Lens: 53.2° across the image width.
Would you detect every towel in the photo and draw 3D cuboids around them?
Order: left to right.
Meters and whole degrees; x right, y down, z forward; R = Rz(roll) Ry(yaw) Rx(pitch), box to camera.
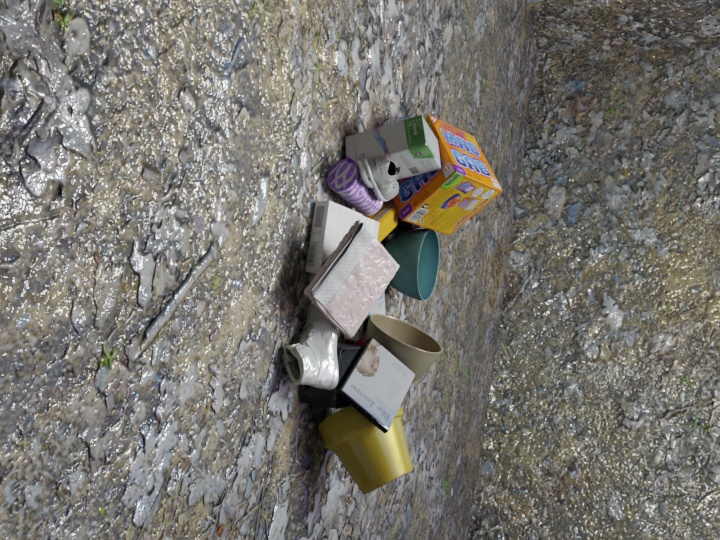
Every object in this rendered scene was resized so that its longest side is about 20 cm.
[{"bbox_3d":[-0.011,0.021,1.535,0.200,0.032,0.191,-55,138,-13],"label":"towel"}]

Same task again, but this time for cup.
[{"bbox_3d":[0.087,0.219,1.813,0.144,0.200,0.200,-66,161,12],"label":"cup"}]

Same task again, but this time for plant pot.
[{"bbox_3d":[0.027,0.406,1.675,0.189,0.200,0.201,64,16,17],"label":"plant pot"},{"bbox_3d":[0.128,-0.022,2.002,0.200,0.134,0.201,6,90,-68],"label":"plant pot"}]

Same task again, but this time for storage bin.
[{"bbox_3d":[-0.054,0.241,1.674,0.200,0.094,0.136,12,83,-67],"label":"storage bin"}]

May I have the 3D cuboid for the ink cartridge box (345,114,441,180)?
[{"bbox_3d":[0.079,-0.284,1.736,0.145,0.199,0.084,37,44,-64],"label":"ink cartridge box"}]

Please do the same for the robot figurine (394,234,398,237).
[{"bbox_3d":[0.135,-0.180,2.086,0.145,0.058,0.201,-38,129,-58],"label":"robot figurine"}]

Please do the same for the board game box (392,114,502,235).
[{"bbox_3d":[0.208,-0.246,1.894,0.200,0.200,0.200,13,46,-44],"label":"board game box"}]

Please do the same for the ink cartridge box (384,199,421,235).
[{"bbox_3d":[0.134,-0.160,2.013,0.200,0.037,0.095,-16,112,-39],"label":"ink cartridge box"}]

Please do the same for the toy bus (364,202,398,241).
[{"bbox_3d":[0.025,-0.109,1.800,0.200,0.078,0.065,-46,144,-57],"label":"toy bus"}]

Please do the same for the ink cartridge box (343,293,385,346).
[{"bbox_3d":[0.011,0.150,1.878,0.200,0.045,0.177,-29,120,-64],"label":"ink cartridge box"}]

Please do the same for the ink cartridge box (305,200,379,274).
[{"bbox_3d":[-0.038,-0.058,1.651,0.200,0.050,0.161,18,77,-54],"label":"ink cartridge box"}]

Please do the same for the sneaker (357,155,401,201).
[{"bbox_3d":[0.063,-0.214,1.673,0.200,0.082,0.075,20,54,-70],"label":"sneaker"}]

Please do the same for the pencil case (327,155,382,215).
[{"bbox_3d":[-0.007,-0.195,1.704,0.086,0.084,0.200,-53,157,2],"label":"pencil case"}]

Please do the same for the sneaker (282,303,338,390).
[{"bbox_3d":[-0.112,0.151,1.535,0.115,0.074,0.200,15,54,-41],"label":"sneaker"}]

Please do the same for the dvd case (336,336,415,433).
[{"bbox_3d":[0.040,0.256,1.636,0.018,0.143,0.200,-45,-174,39],"label":"dvd case"}]

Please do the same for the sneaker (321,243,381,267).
[{"bbox_3d":[-0.010,-0.001,1.595,0.200,0.066,0.091,-22,104,-52],"label":"sneaker"}]
